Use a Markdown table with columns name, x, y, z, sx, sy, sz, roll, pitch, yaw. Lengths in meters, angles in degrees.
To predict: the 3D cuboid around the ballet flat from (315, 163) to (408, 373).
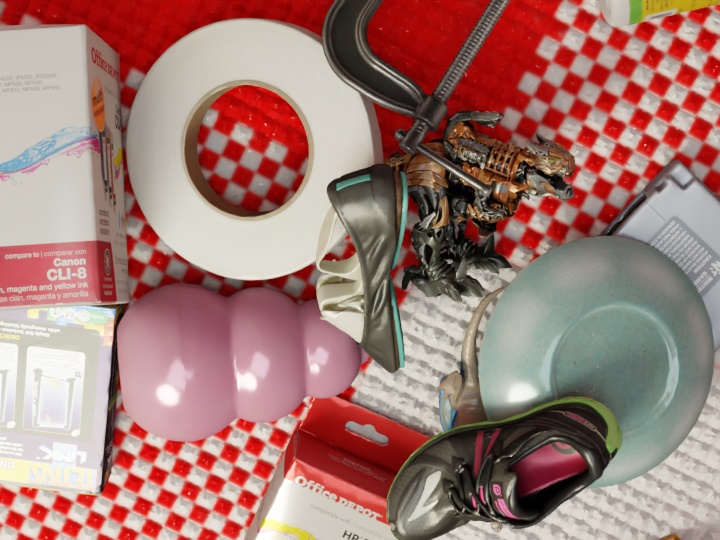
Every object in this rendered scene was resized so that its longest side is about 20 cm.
| name | x | y | z | sx | sy | sz | roll | pitch | yaw |
| --- | --- | --- | --- | --- | --- | --- | --- | --- | --- |
| ballet flat | 0.000 | 0.000 | 1.194 | 0.068 | 0.068 | 0.201 | -5 | 132 | -4 |

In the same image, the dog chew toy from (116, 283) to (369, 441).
| name | x | y | z | sx | sy | sz | roll | pitch | yaw |
| --- | --- | --- | --- | --- | --- | --- | --- | --- | --- |
| dog chew toy | -0.091 | 0.068 | 1.257 | 0.197 | 0.125 | 0.126 | -6 | 106 | -6 |

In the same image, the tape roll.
| name | x | y | z | sx | sy | sz | roll | pitch | yaw |
| --- | --- | --- | --- | --- | --- | --- | --- | --- | --- |
| tape roll | -0.083 | -0.094 | 1.227 | 0.200 | 0.037 | 0.205 | 2 | 98 | 12 |

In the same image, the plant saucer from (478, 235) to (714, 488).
| name | x | y | z | sx | sy | sz | roll | pitch | yaw |
| --- | --- | --- | --- | --- | --- | --- | --- | --- | --- |
| plant saucer | 0.192 | 0.076 | 1.233 | 0.199 | 0.039 | 0.204 | -2 | 99 | -12 |

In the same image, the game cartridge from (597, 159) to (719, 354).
| name | x | y | z | sx | sy | sz | roll | pitch | yaw |
| --- | --- | --- | --- | --- | --- | --- | --- | --- | --- |
| game cartridge | 0.233 | 0.026 | 1.282 | 0.133 | 0.041 | 0.200 | 42 | 102 | -7 |

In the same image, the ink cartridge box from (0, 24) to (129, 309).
| name | x | y | z | sx | sy | sz | roll | pitch | yaw |
| --- | --- | --- | --- | --- | --- | --- | --- | --- | --- |
| ink cartridge box | -0.254 | -0.072 | 1.175 | 0.143 | 0.145 | 0.203 | -3 | 89 | 1 |

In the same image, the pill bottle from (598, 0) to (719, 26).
| name | x | y | z | sx | sy | sz | roll | pitch | yaw |
| --- | --- | --- | --- | --- | --- | --- | --- | --- | --- |
| pill bottle | 0.268 | -0.255 | 1.160 | 0.198 | 0.111 | 0.112 | -13 | 106 | 4 |

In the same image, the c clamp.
| name | x | y | z | sx | sy | sz | roll | pitch | yaw |
| --- | --- | --- | --- | --- | --- | --- | --- | --- | --- |
| c clamp | 0.063 | -0.181 | 1.193 | 0.170 | 0.027 | 0.202 | 27 | 81 | 1 |

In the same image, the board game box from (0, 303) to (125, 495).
| name | x | y | z | sx | sy | sz | roll | pitch | yaw |
| --- | --- | --- | --- | --- | --- | --- | --- | --- | --- |
| board game box | -0.297 | 0.087 | 1.294 | 0.198 | 0.057 | 0.167 | 8 | 108 | -2 |

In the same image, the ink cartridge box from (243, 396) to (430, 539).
| name | x | y | z | sx | sy | sz | roll | pitch | yaw |
| --- | --- | --- | --- | --- | --- | --- | --- | --- | --- |
| ink cartridge box | -0.028 | 0.216 | 1.322 | 0.115 | 0.067 | 0.202 | 23 | 105 | -6 |

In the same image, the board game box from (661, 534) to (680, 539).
| name | x | y | z | sx | sy | sz | roll | pitch | yaw |
| --- | --- | --- | --- | --- | --- | --- | --- | --- | --- |
| board game box | 0.227 | 0.381 | 1.298 | 0.198 | 0.200 | 0.201 | -25 | 105 | 8 |

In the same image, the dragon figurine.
| name | x | y | z | sx | sy | sz | roll | pitch | yaw |
| --- | --- | --- | --- | --- | --- | --- | --- | --- | --- |
| dragon figurine | 0.093 | 0.116 | 1.295 | 0.058 | 0.099 | 0.203 | -2 | 87 | 4 |

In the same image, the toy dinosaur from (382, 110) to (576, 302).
| name | x | y | z | sx | sy | sz | roll | pitch | yaw |
| --- | --- | --- | --- | --- | --- | --- | --- | --- | --- |
| toy dinosaur | 0.072 | -0.058 | 1.235 | 0.199 | 0.102 | 0.137 | 8 | 111 | 44 |

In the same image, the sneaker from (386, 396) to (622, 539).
| name | x | y | z | sx | sy | sz | roll | pitch | yaw |
| --- | --- | --- | --- | --- | --- | --- | --- | --- | --- |
| sneaker | 0.101 | 0.156 | 1.192 | 0.199 | 0.084 | 0.077 | -28 | 102 | 21 |
